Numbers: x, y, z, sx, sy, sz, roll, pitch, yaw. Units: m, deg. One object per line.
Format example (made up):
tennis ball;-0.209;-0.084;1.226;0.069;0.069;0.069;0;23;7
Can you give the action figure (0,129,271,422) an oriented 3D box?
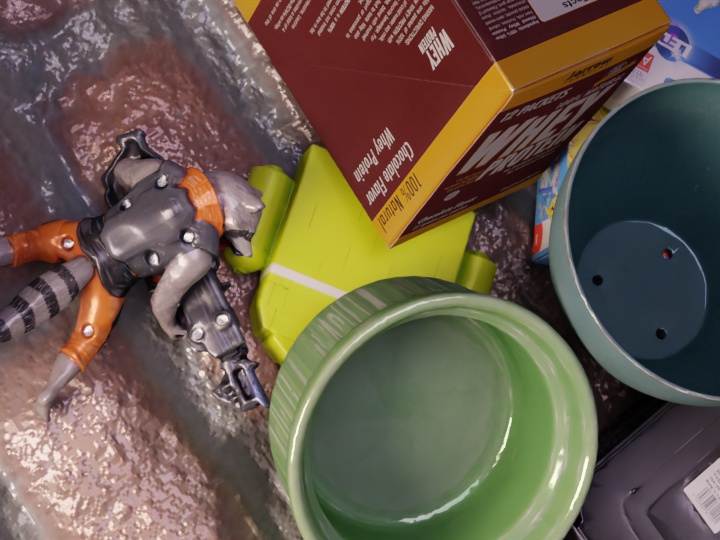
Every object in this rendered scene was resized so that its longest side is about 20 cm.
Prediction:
action figure;-0.134;0.013;1.245;0.193;0.105;0.201;-34;81;-5

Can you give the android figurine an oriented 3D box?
android figurine;0.000;0.000;1.322;0.181;0.041;0.202;20;74;-12

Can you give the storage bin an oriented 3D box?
storage bin;0.222;0.150;1.334;0.199;0.094;0.136;-37;92;-20

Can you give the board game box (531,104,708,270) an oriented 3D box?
board game box;0.225;-0.092;1.400;0.198;0.056;0.198;8;77;-15

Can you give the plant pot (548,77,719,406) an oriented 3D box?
plant pot;0.200;-0.003;1.271;0.198;0.135;0.202;4;74;-14

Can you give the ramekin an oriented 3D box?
ramekin;0.038;0.100;1.250;0.198;0.098;0.202;-5;105;-17

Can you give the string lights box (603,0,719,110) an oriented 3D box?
string lights box;0.238;-0.185;1.361;0.102;0.059;0.201;26;73;-12

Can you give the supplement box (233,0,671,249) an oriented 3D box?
supplement box;0.051;-0.161;1.258;0.132;0.197;0.201;-24;75;-32
